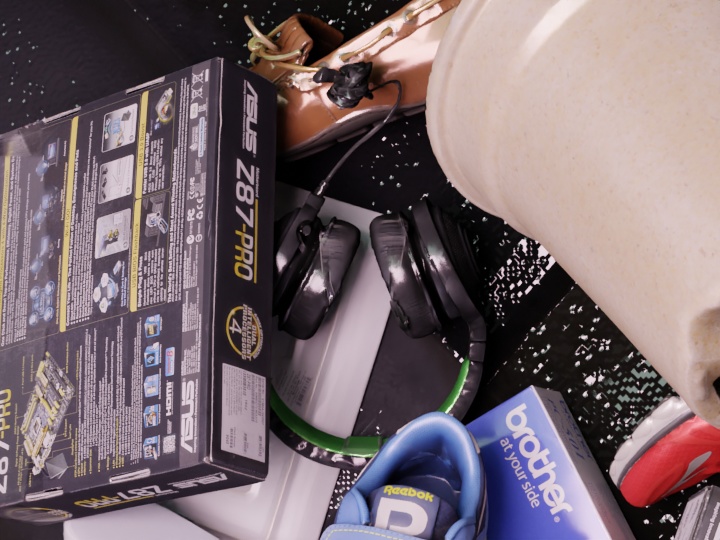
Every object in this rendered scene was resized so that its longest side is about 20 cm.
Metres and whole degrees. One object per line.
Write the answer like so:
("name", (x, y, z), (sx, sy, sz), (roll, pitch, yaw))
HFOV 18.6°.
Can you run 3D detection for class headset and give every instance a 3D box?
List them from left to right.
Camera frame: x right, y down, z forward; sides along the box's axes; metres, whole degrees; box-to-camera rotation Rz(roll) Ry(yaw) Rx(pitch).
("headset", (0.000, 0.000, 1.068), (0.122, 0.094, 0.202), (0, 98, 3))

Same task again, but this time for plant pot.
("plant pot", (0.153, -0.039, 0.931), (0.200, 0.200, 0.184), (-41, 48, 14))

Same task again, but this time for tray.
("tray", (-0.049, 0.057, 1.140), (0.107, 0.022, 0.202), (17, 90, 25))

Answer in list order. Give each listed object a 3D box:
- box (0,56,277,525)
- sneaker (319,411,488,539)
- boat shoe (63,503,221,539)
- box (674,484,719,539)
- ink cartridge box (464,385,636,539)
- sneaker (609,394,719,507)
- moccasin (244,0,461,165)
("box", (-0.114, 0.013, 1.069), (0.160, 0.049, 0.202), (-15, 66, 36))
("sneaker", (0.007, 0.142, 0.956), (0.073, 0.201, 0.083), (15, 132, 7))
("boat shoe", (-0.072, 0.180, 1.067), (0.199, 0.072, 0.068), (25, 124, 33))
("box", (0.199, 0.218, 0.926), (0.192, 0.048, 0.201), (21, 78, 1))
("ink cartridge box", (0.095, 0.166, 1.043), (0.094, 0.044, 0.201), (-32, 71, 18))
("sneaker", (0.206, 0.071, 0.990), (0.199, 0.077, 0.086), (-26, 77, 20))
("moccasin", (-0.022, -0.102, 1.113), (0.200, 0.074, 0.078), (-18, 100, 23))
